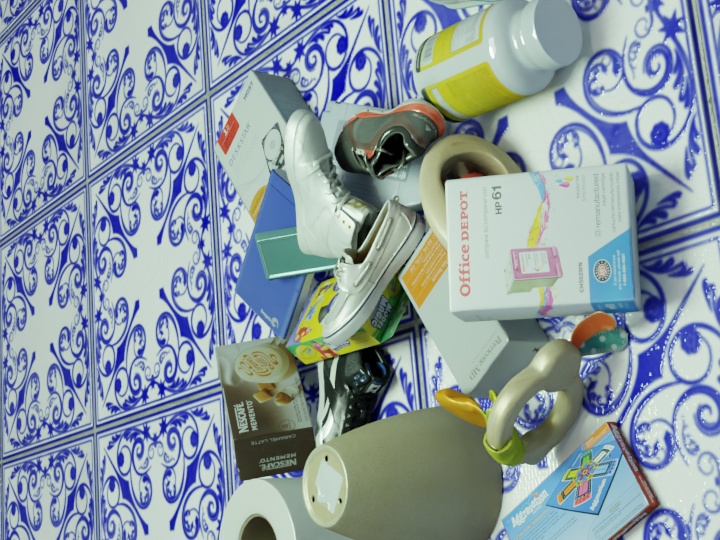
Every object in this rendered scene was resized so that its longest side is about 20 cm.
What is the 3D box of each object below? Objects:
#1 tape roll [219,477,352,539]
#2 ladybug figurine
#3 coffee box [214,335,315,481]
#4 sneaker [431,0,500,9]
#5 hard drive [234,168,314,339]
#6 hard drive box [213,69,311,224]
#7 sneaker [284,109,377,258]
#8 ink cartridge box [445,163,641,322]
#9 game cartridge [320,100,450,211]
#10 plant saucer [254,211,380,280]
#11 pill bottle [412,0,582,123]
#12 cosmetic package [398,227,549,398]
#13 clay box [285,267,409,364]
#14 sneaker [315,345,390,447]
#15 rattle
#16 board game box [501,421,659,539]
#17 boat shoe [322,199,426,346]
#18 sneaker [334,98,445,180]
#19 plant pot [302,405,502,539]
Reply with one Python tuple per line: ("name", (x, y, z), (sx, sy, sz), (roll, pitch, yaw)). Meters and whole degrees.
("tape roll", (-0.086, 0.384, 1.647), (0.201, 0.138, 0.206), (-8, 79, 52))
("ladybug figurine", (0.137, -0.068, 1.424), (0.072, 0.134, 0.202), (99, 157, -56))
("coffee box", (-0.135, 0.190, 1.704), (0.201, 0.112, 0.081), (-109, 13, -52))
("sneaker", (0.140, -0.368, 1.486), (0.199, 0.080, 0.078), (-6, 79, 52))
("hard drive", (-0.112, -0.023, 1.723), (0.132, 0.025, 0.202), (41, 122, 38))
("hard drive box", (-0.130, -0.178, 1.829), (0.157, 0.076, 0.201), (-60, 43, 28))
("sneaker", (-0.030, -0.105, 1.542), (0.114, 0.073, 0.203), (14, 126, 35))
("ink cartridge box", (0.193, -0.026, 1.290), (0.197, 0.085, 0.147), (-5, 81, 19))
("game cartridge", (0.021, -0.148, 1.606), (0.198, 0.040, 0.135), (15, 87, 36))
("plant saucer", (-0.049, -0.031, 1.642), (0.197, 0.019, 0.071), (-9, 107, 20))
("pill bottle", (0.160, -0.250, 1.418), (0.199, 0.111, 0.114), (-15, 74, 51))
("cosmetic package", (0.132, 0.045, 1.453), (0.102, 0.070, 0.201), (-57, 45, 31))
("clay box", (-0.010, 0.053, 1.620), (0.199, 0.047, 0.116), (-22, 35, 51))
("sneaker", (-0.005, 0.184, 1.618), (0.111, 0.072, 0.203), (-29, 61, 49))
("rattle", (0.188, 0.104, 1.337), (0.202, 0.129, 0.143), (-66, 27, 16))
("board game box", (0.236, 0.266, 1.328), (0.201, 0.019, 0.104), (-52, 49, 36))
("boat shoe", (0.000, 0.000, 1.515), (0.201, 0.069, 0.071), (-54, 20, 14))
("sneaker", (0.019, -0.151, 1.502), (0.199, 0.077, 0.082), (-21, 33, 54))
("plant pot", (0.036, 0.254, 1.450), (0.186, 0.198, 0.191), (-10, 77, 52))
